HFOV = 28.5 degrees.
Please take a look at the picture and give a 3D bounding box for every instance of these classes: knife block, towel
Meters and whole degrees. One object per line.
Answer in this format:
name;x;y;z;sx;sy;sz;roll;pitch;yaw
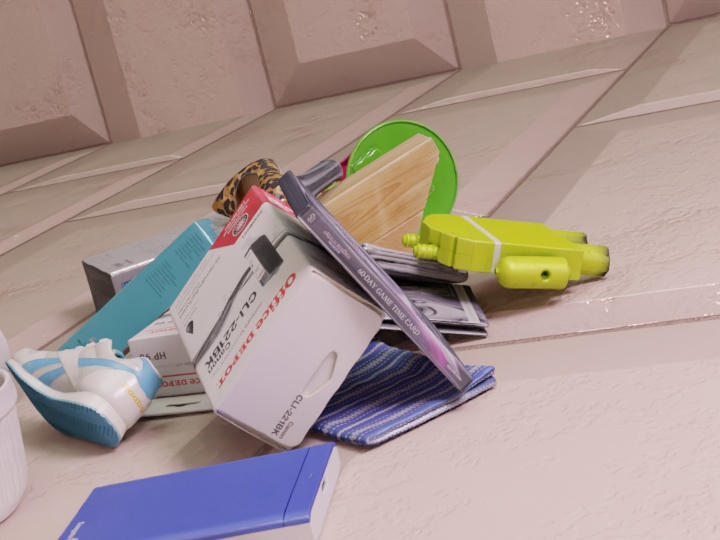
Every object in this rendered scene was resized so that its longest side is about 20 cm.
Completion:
knife block;-0.015;-0.076;1.652;0.173;0.203;0.064;13;7;-15
towel;0.000;0.000;1.480;0.145;0.024;0.199;10;-10;-36
towel;0.007;0.101;1.223;0.144;0.024;0.199;-24;16;-29

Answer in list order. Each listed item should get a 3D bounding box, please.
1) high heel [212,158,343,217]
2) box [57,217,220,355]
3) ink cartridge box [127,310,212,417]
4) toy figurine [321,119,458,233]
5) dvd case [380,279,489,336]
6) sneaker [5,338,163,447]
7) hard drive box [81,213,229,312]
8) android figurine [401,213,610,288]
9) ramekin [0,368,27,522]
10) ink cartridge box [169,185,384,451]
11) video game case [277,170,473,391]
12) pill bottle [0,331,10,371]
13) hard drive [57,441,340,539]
high heel;-0.131;-0.079;1.667;0.198;0.072;0.142;-13;16;36
box;-0.222;0.031;1.484;0.200;0.049;0.082;-43;0;6
ink cartridge box;-0.148;0.073;1.404;0.114;0.068;0.200;-8;15;22
toy figurine;0.005;-0.098;1.823;0.199;0.151;0.184;-33;10;-15
dvd case;0.018;0.031;1.375;0.197;0.016;0.149;5;13;-4
sneaker;-0.263;0.107;1.342;0.199;0.077;0.081;13;51;45
hard drive box;-0.230;-0.002;1.772;0.198;0.078;0.156;-20;15;-20
android figurine;0.141;-0.021;1.407;0.197;0.042;0.182;3;14;-15
ramekin;-0.375;0.167;1.192;0.197;0.106;0.200;-13;14;3
ink cartridge box;-0.076;0.037;1.209;0.145;0.083;0.200;-55;29;9
video game case;0.010;0.006;1.175;0.019;0.200;0.143;-41;17;3
pill bottle;-0.463;0.117;1.468;0.112;0.114;0.200;-5;17;34
hard drive;-0.120;0.178;1.043;0.197;0.026;0.132;-12;14;10
